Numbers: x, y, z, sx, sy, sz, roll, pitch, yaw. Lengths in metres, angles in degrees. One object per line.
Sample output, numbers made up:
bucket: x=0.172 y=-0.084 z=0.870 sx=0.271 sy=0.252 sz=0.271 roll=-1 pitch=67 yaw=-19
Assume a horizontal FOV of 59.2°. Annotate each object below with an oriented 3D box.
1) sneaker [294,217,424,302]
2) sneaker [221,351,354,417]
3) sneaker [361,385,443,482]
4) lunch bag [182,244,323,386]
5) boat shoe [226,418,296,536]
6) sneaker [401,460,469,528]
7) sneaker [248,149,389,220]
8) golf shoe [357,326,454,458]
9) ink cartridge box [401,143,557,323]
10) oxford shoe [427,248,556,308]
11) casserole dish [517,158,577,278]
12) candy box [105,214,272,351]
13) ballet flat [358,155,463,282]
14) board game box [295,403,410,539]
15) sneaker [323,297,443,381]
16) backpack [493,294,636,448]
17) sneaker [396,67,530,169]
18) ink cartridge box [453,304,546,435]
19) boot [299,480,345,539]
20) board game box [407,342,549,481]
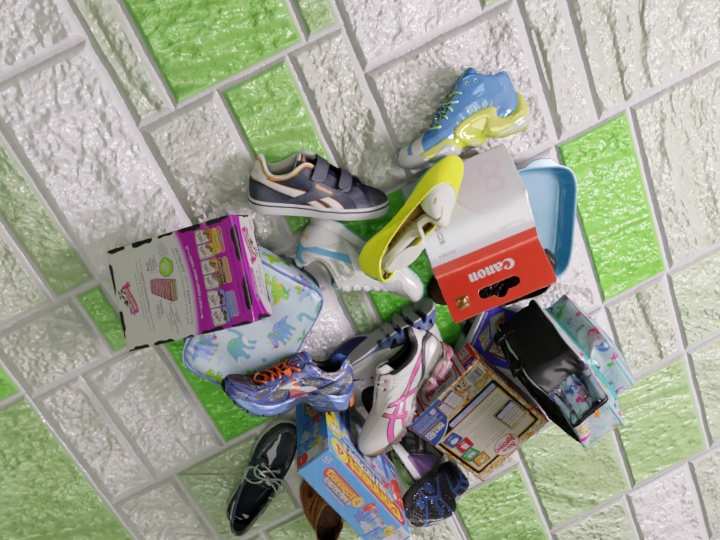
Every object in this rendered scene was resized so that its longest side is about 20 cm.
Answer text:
sneaker: x=0.000 y=0.000 z=0.911 sx=0.198 sy=0.076 sz=0.082 roll=29 pitch=82 yaw=-10
sneaker: x=-0.096 y=0.148 z=0.876 sx=0.197 sy=0.075 sz=0.080 roll=2 pitch=107 yaw=-30
sneaker: x=0.073 y=0.246 z=1.030 sx=0.087 sy=0.076 sz=0.202 roll=-35 pitch=119 yaw=-7
lunch bag: x=-0.157 y=0.070 z=0.909 sx=0.159 sy=0.083 sz=0.202 roll=27 pitch=102 yaw=-19
boat shoe: x=-0.156 y=0.331 z=1.011 sx=0.074 sy=0.062 sz=0.202 roll=31 pitch=100 yaw=-17
sneaker: x=0.114 y=0.379 z=1.029 sx=0.077 sy=0.076 sz=0.199 roll=-52 pitch=155 yaw=19
sneaker: x=-0.054 y=-0.117 z=0.866 sx=0.196 sy=0.079 sz=0.081 roll=2 pitch=114 yaw=-10
golf shoe: x=0.046 y=0.173 z=0.915 sx=0.091 sy=0.073 sz=0.202 roll=32 pitch=92 yaw=-20
ink cartridge box: x=0.164 y=-0.054 z=0.883 sx=0.160 sy=0.057 sz=0.203 roll=-22 pitch=70 yaw=4
oxford shoe: x=0.185 y=0.019 z=0.933 sx=0.197 sy=0.085 sz=0.074 roll=-16 pitch=113 yaw=26
casserole dish: x=0.264 y=-0.072 z=0.966 sx=0.119 sy=0.039 sz=0.204 roll=-5 pitch=109 yaw=-9
candy box: x=-0.224 y=0.017 z=0.829 sx=0.196 sy=0.061 sz=0.139 roll=-13 pitch=89 yaw=18
ballet flat: x=0.079 y=-0.062 z=0.840 sx=0.200 sy=0.067 sz=0.067 roll=-47 pitch=129 yaw=2
board game box: x=-0.016 y=0.281 z=0.948 sx=0.055 sy=0.196 sz=0.201 roll=-35 pitch=113 yaw=8
sneaker: x=0.051 y=0.142 z=0.976 sx=0.197 sy=0.081 sz=0.116 roll=-30 pitch=110 yaw=-1
backpack: x=0.308 y=0.150 z=0.934 sx=0.149 sy=0.178 sz=0.201 roll=-32 pitch=117 yaw=7
sneaker: x=0.132 y=-0.215 z=0.883 sx=0.197 sy=0.076 sz=0.107 roll=-21 pitch=94 yaw=-3
ink cartridge box: x=0.242 y=0.156 z=1.038 sx=0.197 sy=0.043 sz=0.201 roll=19 pitch=105 yaw=-16
boot: x=-0.056 y=0.384 z=0.997 sx=0.072 sy=0.155 sz=0.204 roll=-9 pitch=115 yaw=-7
board game box: x=0.180 y=0.227 z=0.992 sx=0.151 sy=0.046 sz=0.200 roll=-44 pitch=119 yaw=9
